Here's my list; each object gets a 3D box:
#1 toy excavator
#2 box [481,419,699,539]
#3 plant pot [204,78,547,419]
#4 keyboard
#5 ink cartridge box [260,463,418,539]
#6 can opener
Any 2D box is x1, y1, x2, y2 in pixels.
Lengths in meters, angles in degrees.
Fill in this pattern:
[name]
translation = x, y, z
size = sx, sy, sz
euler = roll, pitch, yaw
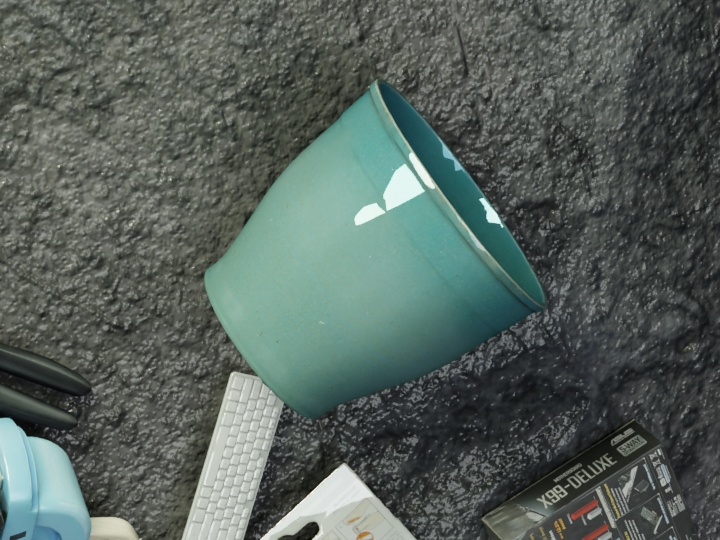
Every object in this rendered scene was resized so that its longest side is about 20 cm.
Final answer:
[toy excavator]
translation = -0.223, 0.186, 1.574
size = 0.199, 0.100, 0.195
euler = -2, 133, -23
[box]
translation = 0.207, 0.248, 1.844
size = 0.158, 0.050, 0.200
euler = -32, 121, -10
[plant pot]
translation = 0.000, 0.000, 1.567
size = 0.188, 0.200, 0.200
euler = -37, 123, 11
[keyboard]
translation = -0.104, 0.176, 1.657
size = 0.056, 0.011, 0.201
euler = 15, 93, -46
[ink cartridge box]
translation = -0.019, 0.261, 1.749
size = 0.160, 0.047, 0.200
euler = -42, 117, -4
[can opener]
translation = -0.270, 0.067, 1.532
size = 0.200, 0.079, 0.063
euler = 35, 86, -42
